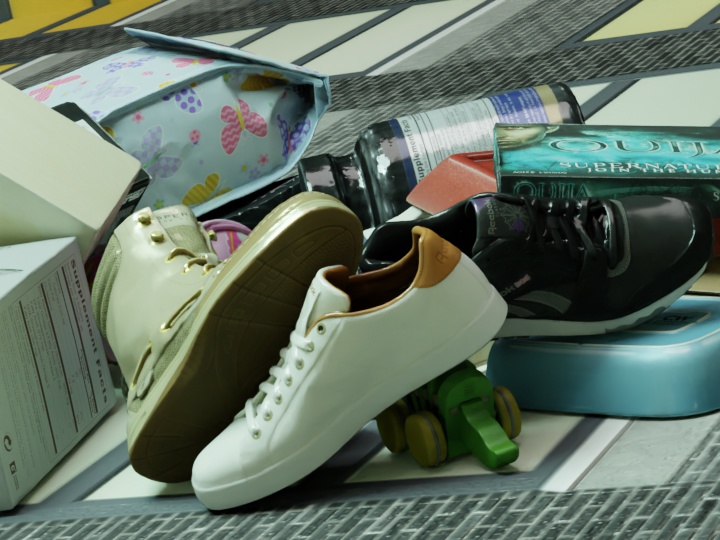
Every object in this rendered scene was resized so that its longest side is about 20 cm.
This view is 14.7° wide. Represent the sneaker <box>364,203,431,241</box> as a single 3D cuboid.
[{"bbox_3d":[0.000,0.000,1.843,0.084,0.075,0.200,3,19,35],"label":"sneaker"}]

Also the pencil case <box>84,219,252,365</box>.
[{"bbox_3d":[-0.141,0.020,1.813,0.087,0.088,0.200,-23,7,-41],"label":"pencil case"}]

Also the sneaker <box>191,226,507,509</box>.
[{"bbox_3d":[-0.024,0.047,1.511,0.200,0.085,0.073,-37,22,7],"label":"sneaker"}]

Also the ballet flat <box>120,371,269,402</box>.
[{"bbox_3d":[-0.080,0.074,1.654,0.072,0.072,0.200,-20,15,-33],"label":"ballet flat"}]

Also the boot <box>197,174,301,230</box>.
[{"bbox_3d":[-0.077,-0.041,2.104,0.198,0.073,0.162,-20,15,-17],"label":"boot"}]

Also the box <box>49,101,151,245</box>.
[{"bbox_3d":[-0.262,-0.009,1.907,0.200,0.086,0.164,-28,-24,-50],"label":"box"}]

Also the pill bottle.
[{"bbox_3d":[0.061,-0.059,1.961,0.200,0.112,0.112,-13,13,-4],"label":"pill bottle"}]

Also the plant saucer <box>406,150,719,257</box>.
[{"bbox_3d":[0.161,-0.048,1.797,0.200,0.037,0.200,-6,18,-26],"label":"plant saucer"}]

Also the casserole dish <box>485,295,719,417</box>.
[{"bbox_3d":[0.157,0.045,1.592,0.200,0.039,0.121,3,20,45],"label":"casserole dish"}]

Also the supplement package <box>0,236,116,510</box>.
[{"bbox_3d":[-0.241,0.065,1.686,0.117,0.118,0.200,-9,13,14],"label":"supplement package"}]

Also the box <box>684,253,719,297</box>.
[{"bbox_3d":[0.180,-0.007,1.764,0.163,0.021,0.200,3,16,11],"label":"box"}]

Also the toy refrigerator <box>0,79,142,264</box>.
[{"bbox_3d":[-0.250,-0.077,1.791,0.070,0.200,0.076,-57,4,44],"label":"toy refrigerator"}]

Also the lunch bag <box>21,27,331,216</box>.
[{"bbox_3d":[-0.142,-0.113,2.074,0.200,0.127,0.170,-24,20,-24],"label":"lunch bag"}]

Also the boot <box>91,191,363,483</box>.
[{"bbox_3d":[-0.082,0.002,1.590,0.073,0.200,0.156,19,30,-30],"label":"boot"}]

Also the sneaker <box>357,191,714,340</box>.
[{"bbox_3d":[0.097,-0.008,1.549,0.200,0.076,0.088,-14,-30,7],"label":"sneaker"}]

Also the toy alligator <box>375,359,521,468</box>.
[{"bbox_3d":[0.036,0.068,1.563,0.059,0.054,0.200,-16,13,-20],"label":"toy alligator"}]

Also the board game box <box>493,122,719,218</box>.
[{"bbox_3d":[0.183,-0.063,1.735,0.200,0.028,0.135,1,17,0],"label":"board game box"}]

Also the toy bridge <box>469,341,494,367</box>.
[{"bbox_3d":[0.097,0.028,1.742,0.067,0.027,0.200,-2,16,32],"label":"toy bridge"}]
